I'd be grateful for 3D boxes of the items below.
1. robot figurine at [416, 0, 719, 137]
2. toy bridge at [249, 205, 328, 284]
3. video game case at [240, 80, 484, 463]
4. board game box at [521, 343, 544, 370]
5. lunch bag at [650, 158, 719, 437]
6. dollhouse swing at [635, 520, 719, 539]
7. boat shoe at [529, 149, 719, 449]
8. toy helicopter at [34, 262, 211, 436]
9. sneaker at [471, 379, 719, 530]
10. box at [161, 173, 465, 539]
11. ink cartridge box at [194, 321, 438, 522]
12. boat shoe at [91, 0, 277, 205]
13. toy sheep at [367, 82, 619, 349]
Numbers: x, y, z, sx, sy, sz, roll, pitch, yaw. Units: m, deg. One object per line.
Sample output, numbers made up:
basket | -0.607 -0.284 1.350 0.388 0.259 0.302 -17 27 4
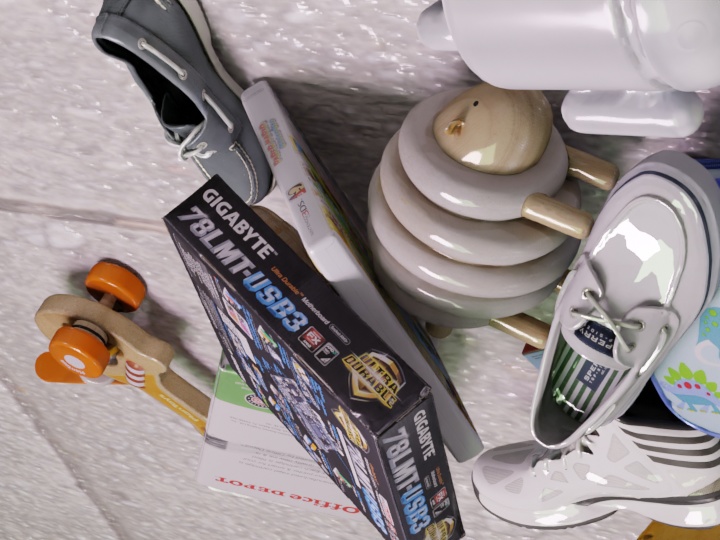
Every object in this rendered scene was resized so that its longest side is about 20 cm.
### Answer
robot figurine | 0.116 -0.142 0.917 0.199 0.113 0.171 6 124 36
toy bridge | -0.049 -0.001 1.275 0.200 0.027 0.068 40 153 44
video game case | 0.000 0.000 1.204 0.200 0.023 0.182 56 -174 -37
board game box | 0.203 0.063 1.247 0.103 0.020 0.199 44 147 -21
lunch bag | 0.241 0.013 1.061 0.199 0.083 0.161 -1 128 42
dollhouse swing | 0.292 0.264 1.340 0.199 0.182 0.177 -4 116 43
boat shoe | 0.141 0.027 1.048 0.073 0.067 0.201 31 139 19
toy helicopter | -0.174 0.085 1.551 0.200 0.079 0.132 37 150 -20
sneaker | 0.151 0.106 1.285 0.199 0.076 0.116 -4 128 32
box | -0.024 0.065 1.170 0.198 0.050 0.200 43 165 29
ink cartridge box | -0.035 0.096 1.406 0.145 0.085 0.200 14 150 -4
boat shoe | -0.112 -0.102 1.225 0.072 0.062 0.201 9 144 31
toy sheep | 0.067 -0.028 1.117 0.137 0.138 0.201 24 132 9
